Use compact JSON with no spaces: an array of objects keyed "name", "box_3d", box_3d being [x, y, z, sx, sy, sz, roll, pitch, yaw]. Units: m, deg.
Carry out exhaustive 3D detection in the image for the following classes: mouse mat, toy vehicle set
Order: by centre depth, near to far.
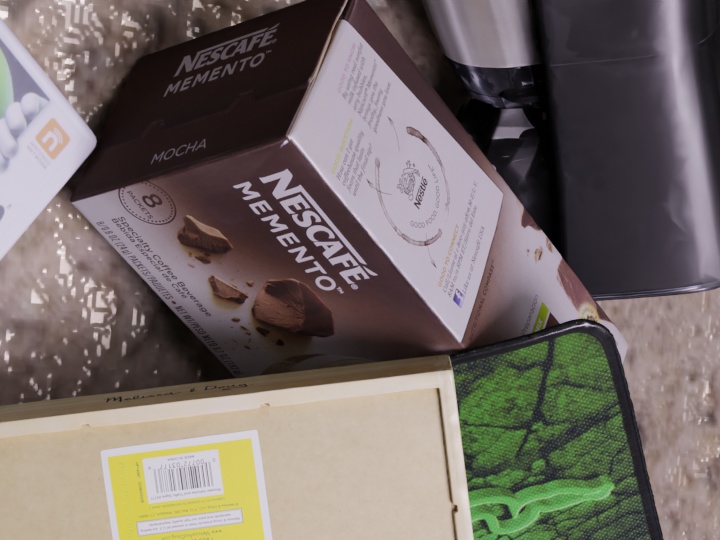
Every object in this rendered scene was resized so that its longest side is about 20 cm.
[{"name":"toy vehicle set","box_3d":[-0.058,0.104,0.792,0.198,0.027,0.125,-6,100,-1]},{"name":"mouse mat","box_3d":[0.015,0.105,0.844,0.198,0.008,0.162,-16,124,4]}]

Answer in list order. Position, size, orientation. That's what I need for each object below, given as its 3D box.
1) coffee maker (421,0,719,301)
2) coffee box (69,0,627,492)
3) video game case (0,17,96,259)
[{"name":"coffee maker","box_3d":[0.109,-0.095,0.881,0.135,0.191,0.201,-39,126,-43]},{"name":"coffee box","box_3d":[0.000,0.000,0.848,0.200,0.112,0.080,50,46,-31]},{"name":"video game case","box_3d":[-0.201,-0.051,0.739,0.182,0.023,0.200,-53,123,-25]}]
